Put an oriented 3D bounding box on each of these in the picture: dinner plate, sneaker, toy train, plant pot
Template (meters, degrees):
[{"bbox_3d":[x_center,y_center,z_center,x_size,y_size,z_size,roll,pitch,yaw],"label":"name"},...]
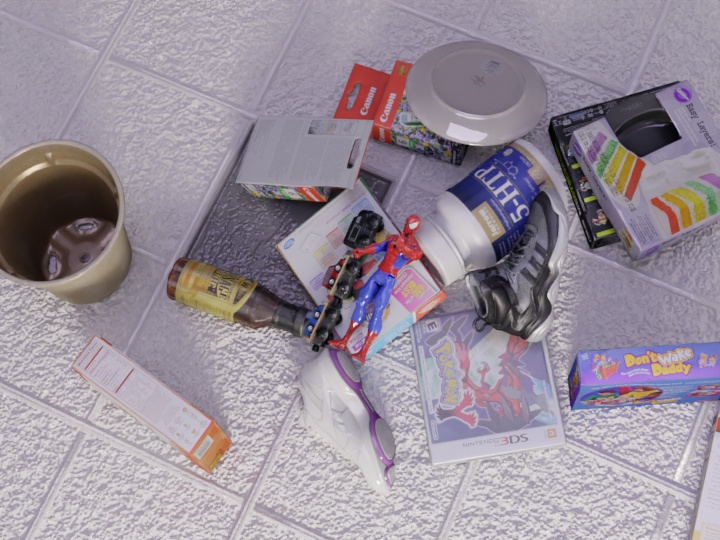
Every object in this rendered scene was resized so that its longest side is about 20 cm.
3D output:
[{"bbox_3d":[0.161,-0.253,1.690,0.197,0.024,0.202,2,53,-3],"label":"dinner plate"},{"bbox_3d":[0.199,-0.009,1.579,0.112,0.075,0.203,5,100,-17],"label":"sneaker"},{"bbox_3d":[-0.027,0.012,1.625,0.045,0.034,0.202,22,85,23],"label":"toy train"},{"bbox_3d":[-0.393,-0.046,1.647,0.198,0.184,0.203,-1,71,3],"label":"plant pot"},{"bbox_3d":[-0.021,0.206,1.604,0.099,0.075,0.201,-33,73,18],"label":"sneaker"}]

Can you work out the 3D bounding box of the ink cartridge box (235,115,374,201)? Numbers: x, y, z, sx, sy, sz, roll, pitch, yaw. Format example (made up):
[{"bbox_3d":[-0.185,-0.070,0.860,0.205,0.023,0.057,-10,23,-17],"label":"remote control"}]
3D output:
[{"bbox_3d":[-0.069,-0.154,1.693,0.198,0.050,0.110,6,70,32],"label":"ink cartridge box"}]

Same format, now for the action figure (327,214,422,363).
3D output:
[{"bbox_3d":[0.016,0.011,1.574,0.065,0.099,0.201,27,87,33],"label":"action figure"}]

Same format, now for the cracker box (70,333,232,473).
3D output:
[{"bbox_3d":[-0.268,0.175,1.587,0.199,0.134,0.058,34,77,15],"label":"cracker box"}]

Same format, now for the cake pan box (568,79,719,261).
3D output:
[{"bbox_3d":[0.402,-0.139,1.646,0.182,0.052,0.202,-23,72,-8],"label":"cake pan box"}]

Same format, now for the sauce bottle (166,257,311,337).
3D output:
[{"bbox_3d":[-0.164,0.039,1.665,0.198,0.066,0.067,17,73,9],"label":"sauce bottle"}]

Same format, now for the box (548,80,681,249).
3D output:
[{"bbox_3d":[0.383,-0.148,1.700,0.198,0.048,0.195,-17,73,-3],"label":"box"}]

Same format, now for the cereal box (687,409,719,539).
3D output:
[{"bbox_3d":[0.497,0.291,1.541,0.142,0.040,0.202,16,72,9],"label":"cereal box"}]

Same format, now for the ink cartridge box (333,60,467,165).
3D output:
[{"bbox_3d":[0.067,-0.234,1.741,0.198,0.050,0.110,18,72,9],"label":"ink cartridge box"}]

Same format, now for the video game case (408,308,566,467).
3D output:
[{"bbox_3d":[0.166,0.147,1.624,0.180,0.023,0.202,-9,70,1],"label":"video game case"}]

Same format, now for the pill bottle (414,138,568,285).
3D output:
[{"bbox_3d":[0.169,-0.074,1.650,0.199,0.120,0.120,-37,72,-8],"label":"pill bottle"}]

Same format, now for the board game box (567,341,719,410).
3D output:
[{"bbox_3d":[0.369,0.135,1.554,0.197,0.135,0.045,-4,71,2],"label":"board game box"}]

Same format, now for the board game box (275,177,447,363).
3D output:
[{"bbox_3d":[0.000,0.000,1.659,0.152,0.040,0.201,-37,71,6],"label":"board game box"}]
